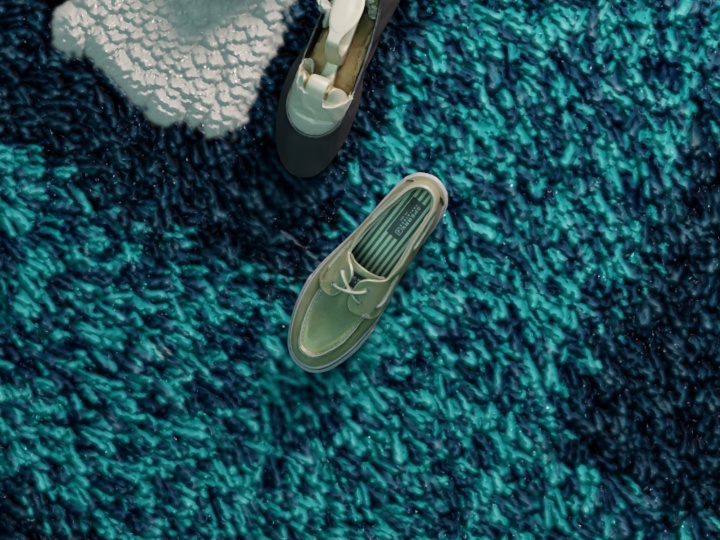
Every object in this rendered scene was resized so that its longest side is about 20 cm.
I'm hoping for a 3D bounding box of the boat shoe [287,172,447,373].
[{"bbox_3d":[0.000,0.000,1.346,0.072,0.062,0.200,35,98,7],"label":"boat shoe"}]

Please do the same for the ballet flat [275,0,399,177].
[{"bbox_3d":[-0.025,-0.175,1.343,0.073,0.073,0.201,24,96,8],"label":"ballet flat"}]
